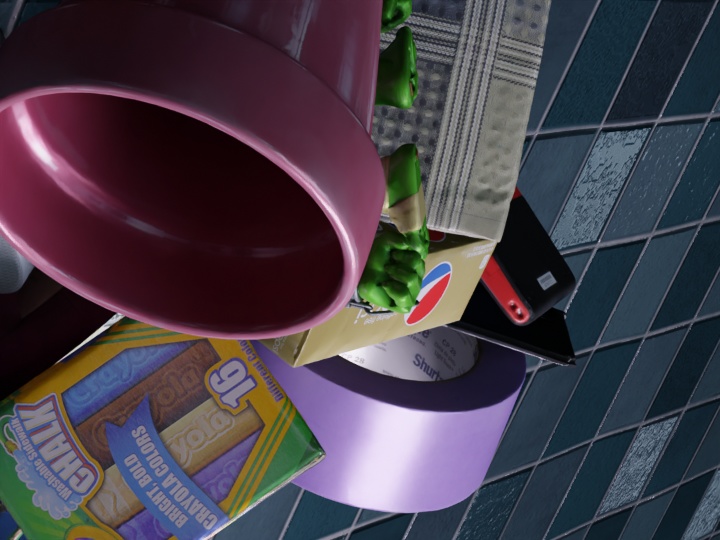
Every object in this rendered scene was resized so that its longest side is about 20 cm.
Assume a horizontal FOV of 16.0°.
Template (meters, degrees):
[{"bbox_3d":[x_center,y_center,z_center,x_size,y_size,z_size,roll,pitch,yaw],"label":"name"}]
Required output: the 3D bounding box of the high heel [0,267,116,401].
[{"bbox_3d":[-0.146,0.013,1.453,0.199,0.067,0.097,-14,128,-20],"label":"high heel"}]

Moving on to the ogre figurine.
[{"bbox_3d":[-0.027,-0.069,1.391,0.098,0.119,0.202,47,38,-80],"label":"ogre figurine"}]

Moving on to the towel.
[{"bbox_3d":[0.009,-0.127,1.469,0.035,0.191,0.201,-170,-88,-78],"label":"towel"}]

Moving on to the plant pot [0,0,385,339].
[{"bbox_3d":[-0.071,-0.094,1.244,0.200,0.199,0.180,85,21,-56],"label":"plant pot"}]

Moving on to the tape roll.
[{"bbox_3d":[0.005,0.069,1.725,0.200,0.199,0.085,-25,141,-52],"label":"tape roll"}]

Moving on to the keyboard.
[{"bbox_3d":[0.048,0.010,1.736,0.127,0.199,0.021,-96,-152,-63],"label":"keyboard"}]

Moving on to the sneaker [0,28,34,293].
[{"bbox_3d":[-0.197,-0.077,1.319,0.201,0.073,0.071,92,13,-51],"label":"sneaker"}]

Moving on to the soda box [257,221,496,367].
[{"bbox_3d":[0.000,0.000,1.520,0.200,0.068,0.064,-14,135,-58],"label":"soda box"}]

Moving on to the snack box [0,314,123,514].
[{"bbox_3d":[-0.183,0.069,1.551,0.116,0.037,0.201,-10,128,-59],"label":"snack box"}]

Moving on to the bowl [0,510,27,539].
[{"bbox_3d":[-0.229,0.209,1.578,0.200,0.039,0.201,-37,162,-14],"label":"bowl"}]

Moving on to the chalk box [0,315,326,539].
[{"bbox_3d":[-0.136,0.104,1.388,0.199,0.124,0.124,-33,-178,-5],"label":"chalk box"}]

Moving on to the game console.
[{"bbox_3d":[0.075,-0.046,1.722,0.031,0.177,0.200,-33,178,15],"label":"game console"}]
